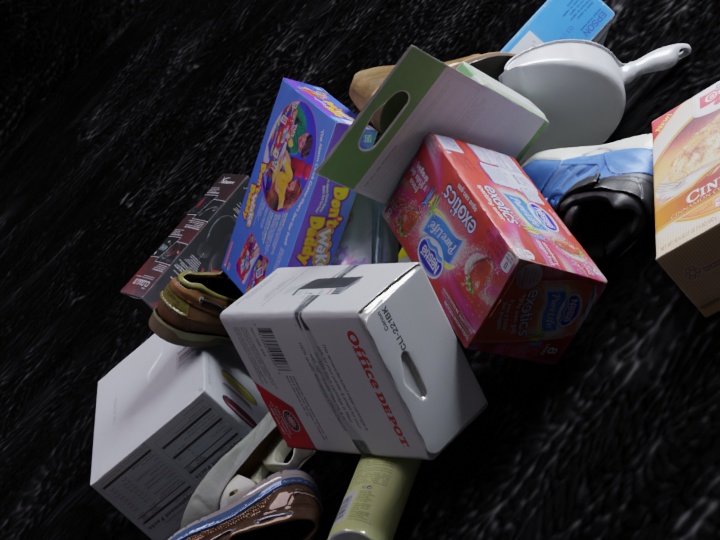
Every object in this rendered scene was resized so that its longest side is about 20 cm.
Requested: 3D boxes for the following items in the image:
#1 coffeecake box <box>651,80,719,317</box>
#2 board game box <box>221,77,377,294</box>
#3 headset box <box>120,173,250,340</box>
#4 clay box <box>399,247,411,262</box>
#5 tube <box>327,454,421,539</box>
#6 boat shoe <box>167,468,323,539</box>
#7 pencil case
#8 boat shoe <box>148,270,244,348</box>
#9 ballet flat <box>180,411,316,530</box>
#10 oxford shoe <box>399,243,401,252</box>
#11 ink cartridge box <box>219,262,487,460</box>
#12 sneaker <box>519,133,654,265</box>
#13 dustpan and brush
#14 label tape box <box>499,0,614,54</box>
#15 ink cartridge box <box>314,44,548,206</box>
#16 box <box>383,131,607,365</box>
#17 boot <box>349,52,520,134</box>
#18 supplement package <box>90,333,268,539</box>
[{"bbox_3d":[0.315,-0.080,1.302,0.153,0.073,0.201,-32,26,28],"label":"coffeecake box"},{"bbox_3d":[-0.061,-0.063,1.545,0.134,0.044,0.202,44,118,56],"label":"board game box"},{"bbox_3d":[-0.153,0.017,1.791,0.200,0.149,0.075,-51,24,-15],"label":"headset box"},{"bbox_3d":[0.103,-0.046,1.613,0.114,0.048,0.201,-18,34,49],"label":"clay box"},{"bbox_3d":[0.024,0.170,1.396,0.201,0.057,0.052,-66,-10,-50],"label":"tube"},{"bbox_3d":[-0.118,0.255,1.444,0.200,0.072,0.072,-41,25,7],"label":"boat shoe"},{"bbox_3d":[0.000,0.000,1.546,0.091,0.082,0.202,119,151,-64],"label":"pencil case"},{"bbox_3d":[-0.121,0.036,1.644,0.072,0.199,0.068,37,112,29],"label":"boat shoe"},{"bbox_3d":[-0.091,0.186,1.524,0.200,0.067,0.064,-50,32,-14],"label":"ballet flat"},{"bbox_3d":[-0.002,0.018,1.634,0.201,0.071,0.073,-60,27,13],"label":"oxford shoe"},{"bbox_3d":[-0.007,0.076,1.388,0.084,0.145,0.199,-39,22,-32],"label":"ink cartridge box"},{"bbox_3d":[0.185,-0.053,1.457,0.199,0.077,0.111,-11,30,41],"label":"sneaker"},{"bbox_3d":[0.230,-0.174,1.573,0.198,0.140,0.057,-16,37,-1],"label":"dustpan and brush"},{"bbox_3d":[0.184,-0.203,1.694,0.144,0.063,0.200,-47,-7,-6],"label":"label tape box"},{"bbox_3d":[0.059,-0.120,1.467,0.146,0.199,0.048,-52,44,16],"label":"ink cartridge box"},{"bbox_3d":[0.111,-0.020,1.401,0.096,0.099,0.201,-61,36,24],"label":"box"},{"bbox_3d":[0.079,-0.177,1.537,0.199,0.074,0.075,-13,35,-33],"label":"boot"},{"bbox_3d":[-0.179,0.150,1.662,0.155,0.111,0.200,-39,25,12],"label":"supplement package"}]
